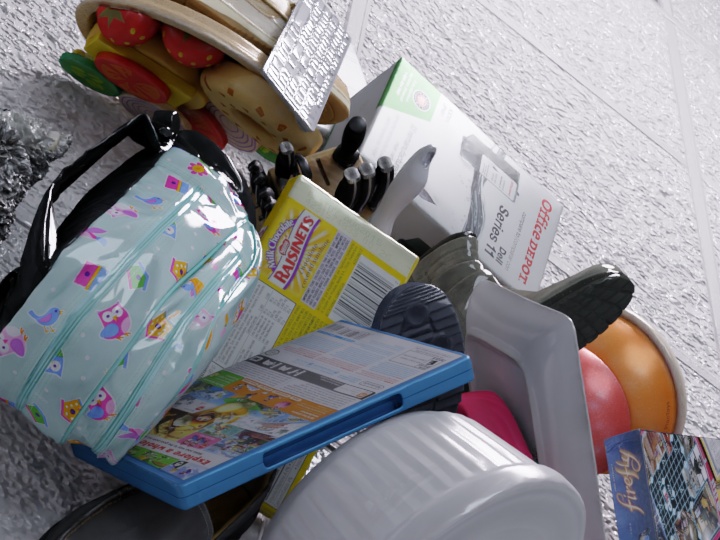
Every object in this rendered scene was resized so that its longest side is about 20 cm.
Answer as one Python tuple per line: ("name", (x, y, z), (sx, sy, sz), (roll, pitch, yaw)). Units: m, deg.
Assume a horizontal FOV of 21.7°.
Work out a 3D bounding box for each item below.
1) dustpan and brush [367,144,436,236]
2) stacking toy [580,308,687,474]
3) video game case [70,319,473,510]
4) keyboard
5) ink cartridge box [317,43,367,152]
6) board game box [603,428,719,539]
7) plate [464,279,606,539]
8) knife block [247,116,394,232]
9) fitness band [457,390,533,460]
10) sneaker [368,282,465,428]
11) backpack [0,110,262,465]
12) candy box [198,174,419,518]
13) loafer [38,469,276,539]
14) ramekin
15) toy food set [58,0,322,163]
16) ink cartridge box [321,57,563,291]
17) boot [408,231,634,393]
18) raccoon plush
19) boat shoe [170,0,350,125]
("dustpan and brush", (0.000, 0.000, 1.296), (0.140, 0.200, 0.057), (10, 40, -48))
("stacking toy", (0.144, 0.114, 1.448), (0.200, 0.146, 0.146), (-19, 64, -45))
("video game case", (-0.053, 0.080, 1.105), (0.200, 0.018, 0.143), (-22, 19, -29))
("keyboard", (-0.037, -0.158, 1.370), (0.056, 0.011, 0.200), (56, 20, -18))
("ink cartridge box", (-0.071, -0.169, 1.634), (0.200, 0.044, 0.174), (23, 32, -36))
("board game box", (0.247, 0.224, 1.409), (0.135, 0.035, 0.200), (12, 66, -48))
("plate", (0.113, 0.116, 1.273), (0.200, 0.032, 0.200), (-152, -128, -75))
("knife block", (-0.016, -0.050, 1.369), (0.200, 0.175, 0.064), (-3, 67, -57))
("fitness band", (0.096, 0.173, 1.248), (0.037, 0.144, 0.200), (-10, 47, -14))
("sneaker", (0.028, 0.093, 1.250), (0.070, 0.200, 0.082), (-8, 22, -16))
("backpack", (-0.136, 0.016, 1.073), (0.127, 0.167, 0.200), (30, 25, 0))
("candy box", (-0.049, 0.049, 1.208), (0.102, 0.026, 0.200), (34, 71, -15))
("loafer", (-0.117, 0.143, 1.060), (0.073, 0.072, 0.200), (48, 27, 7))
("ramekin", (0.027, 0.172, 1.095), (0.202, 0.202, 0.094), (8, 30, -51))
("toy food set", (-0.126, -0.138, 1.390), (0.200, 0.049, 0.198), (31, -15, -17))
("ink cartridge box", (0.063, -0.055, 1.558), (0.200, 0.083, 0.147), (41, 40, -17))
("boot", (0.098, 0.017, 1.422), (0.068, 0.200, 0.131), (39, 25, -50))
("raccoon plush", (-0.237, -0.023, 1.171), (0.134, 0.097, 0.200), (24, 60, -62))
("boat shoe", (-0.078, -0.184, 1.409), (0.200, 0.074, 0.069), (36, 58, -32))
